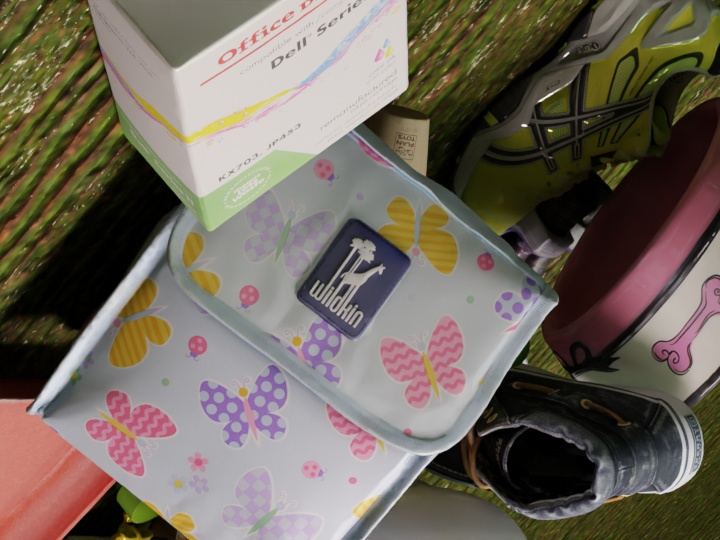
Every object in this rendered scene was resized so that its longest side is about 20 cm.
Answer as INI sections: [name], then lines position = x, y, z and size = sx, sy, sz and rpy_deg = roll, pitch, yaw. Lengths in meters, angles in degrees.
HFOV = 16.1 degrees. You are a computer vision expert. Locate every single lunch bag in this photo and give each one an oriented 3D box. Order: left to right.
[lunch bag]
position = -0.030, 0.031, 1.185
size = 0.200, 0.169, 0.127
rpy_deg = -48, -175, 21

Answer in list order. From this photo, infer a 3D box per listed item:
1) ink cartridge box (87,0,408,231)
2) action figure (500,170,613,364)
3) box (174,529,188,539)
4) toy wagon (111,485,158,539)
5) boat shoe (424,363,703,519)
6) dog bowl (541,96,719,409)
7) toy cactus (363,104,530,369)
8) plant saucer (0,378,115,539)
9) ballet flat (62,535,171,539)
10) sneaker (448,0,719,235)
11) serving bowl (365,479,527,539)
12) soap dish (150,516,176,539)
[ink cartridge box]
position = -0.044, -0.108, 1.029
size = 0.117, 0.067, 0.200
rpy_deg = -37, 161, -12
[action figure]
position = 0.075, 0.021, 1.533
size = 0.200, 0.069, 0.130
rpy_deg = -53, 147, 14
[box]
position = -0.035, 0.098, 1.434
size = 0.136, 0.040, 0.200
rpy_deg = -33, 160, -25
[toy wagon]
position = -0.076, 0.079, 1.438
size = 0.200, 0.040, 0.155
rpy_deg = -44, 161, 12
[boat shoe]
position = 0.077, 0.089, 1.352
size = 0.199, 0.071, 0.091
rpy_deg = 0, -174, 44
[dog bowl]
position = 0.176, -0.009, 1.402
size = 0.201, 0.074, 0.200
rpy_deg = -53, -173, 10
[toy cactus]
position = 0.000, 0.000, 1.294
size = 0.102, 0.198, 0.166
rpy_deg = -107, -152, -75
[plant saucer]
position = -0.204, 0.120, 1.282
size = 0.200, 0.037, 0.200
rpy_deg = -46, 160, 16
[ballet flat]
position = -0.162, 0.183, 1.453
size = 0.067, 0.064, 0.200
rpy_deg = -48, 179, 22
[sneaker]
position = 0.125, -0.080, 1.413
size = 0.200, 0.077, 0.075
rpy_deg = -48, 162, 25
[serving bowl]
position = -0.003, 0.152, 1.379
size = 0.198, 0.066, 0.200
rpy_deg = -5, 166, -1
[soap dish]
position = -0.019, 0.178, 1.553
size = 0.157, 0.200, 0.082
rpy_deg = -32, 142, -22
